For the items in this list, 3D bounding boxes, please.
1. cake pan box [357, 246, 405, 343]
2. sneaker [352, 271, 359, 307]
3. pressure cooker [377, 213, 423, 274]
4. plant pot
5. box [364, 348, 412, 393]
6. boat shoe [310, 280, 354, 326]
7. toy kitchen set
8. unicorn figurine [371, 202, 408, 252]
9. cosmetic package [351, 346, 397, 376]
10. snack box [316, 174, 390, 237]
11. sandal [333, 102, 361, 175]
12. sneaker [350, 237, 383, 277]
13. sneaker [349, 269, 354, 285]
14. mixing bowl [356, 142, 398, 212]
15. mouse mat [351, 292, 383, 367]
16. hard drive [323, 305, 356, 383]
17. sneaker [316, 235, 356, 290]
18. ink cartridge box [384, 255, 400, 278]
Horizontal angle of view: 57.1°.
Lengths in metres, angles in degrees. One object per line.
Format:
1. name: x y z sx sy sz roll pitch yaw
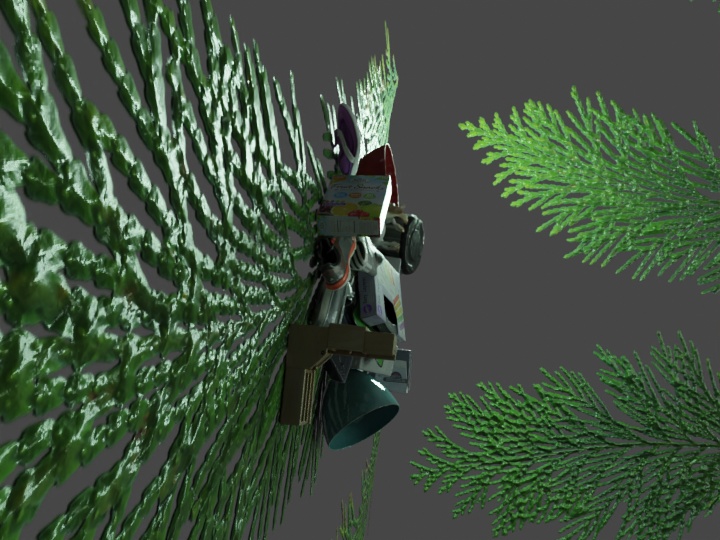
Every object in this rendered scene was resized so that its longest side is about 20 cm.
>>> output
1. cake pan box: 0.051 0.065 1.648 0.184 0.051 0.205 44 37 -51
2. sneaker: 0.000 0.000 1.717 0.074 0.082 0.207 169 -83 -80
3. pressure cooker: 0.076 -0.083 1.965 0.178 0.194 0.182 -8 106 -65
4. plant pot: -0.019 0.324 1.615 0.137 0.196 0.202 58 -10 26
5. box: 0.059 0.306 2.061 0.115 0.193 0.137 33 62 -80
6. boat shoe: -0.052 0.058 1.446 0.070 0.070 0.204 -48 -161 45
7. toy kitchen set: -0.032 0.203 1.257 0.163 0.193 0.187 55 40 -78
8. unicorn figurine: 0.050 -0.100 1.821 0.074 0.133 0.206 -54 161 -78
9. cosmetic package: 0.007 0.209 1.683 0.199 0.104 0.093 34 71 -61
10. snack box: -0.012 -0.145 1.451 0.202 0.137 0.054 -74 165 -56
11. sandal: -0.036 -0.284 1.516 0.049 0.082 0.206 -31 145 -23
12. sneaker: 0.001 -0.069 1.541 0.115 0.074 0.205 34 37 -47
13. sneaker: -0.045 -0.036 1.572 0.202 0.064 0.093 -82 170 -54
14. mixing bowl: 0.040 -0.248 1.872 0.200 0.105 0.207 -8 90 -79
15. mouse mat: 0.032 0.123 1.641 0.164 0.007 0.201 62 22 -21
16. hard drive: -0.054 0.144 1.514 0.202 0.041 0.137 -74 145 -52
17. sneaker: -0.057 -0.054 1.424 0.203 0.075 0.083 -95 158 -47
18. ink cartridge box: 0.032 0.077 1.874 0.203 0.141 0.149 93 6 -47
